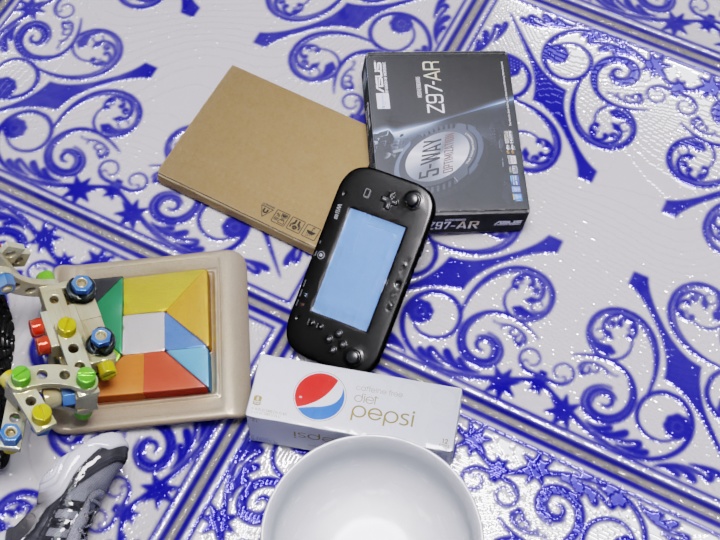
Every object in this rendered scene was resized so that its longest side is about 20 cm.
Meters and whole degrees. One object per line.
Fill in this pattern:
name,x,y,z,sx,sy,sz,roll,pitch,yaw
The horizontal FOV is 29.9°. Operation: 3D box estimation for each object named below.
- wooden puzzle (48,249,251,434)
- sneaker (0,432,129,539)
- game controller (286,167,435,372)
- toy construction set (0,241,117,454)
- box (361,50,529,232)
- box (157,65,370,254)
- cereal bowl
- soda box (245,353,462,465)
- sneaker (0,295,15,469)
wooden puzzle,-0.211,0.066,1.343,0.198,0.037,0.186,-4,61,-2
sneaker,-0.259,0.250,1.225,0.114,0.076,0.200,37,74,18
game controller,0.000,0.000,1.339,0.104,0.042,0.201,20,87,10
toy construction set,-0.303,0.065,1.278,0.130,0.092,0.201,-14,75,-22
box,0.088,-0.138,1.433,0.159,0.044,0.201,-1,65,-7
box,-0.093,-0.122,1.452,0.199,0.021,0.164,25,64,13
cereal bowl,0.010,0.253,1.214,0.198,0.083,0.201,0,62,0
soda box,-0.006,0.138,1.288,0.198,0.064,0.069,10,61,5
sneaker,-0.390,0.098,1.308,0.087,0.076,0.201,-7,62,3
